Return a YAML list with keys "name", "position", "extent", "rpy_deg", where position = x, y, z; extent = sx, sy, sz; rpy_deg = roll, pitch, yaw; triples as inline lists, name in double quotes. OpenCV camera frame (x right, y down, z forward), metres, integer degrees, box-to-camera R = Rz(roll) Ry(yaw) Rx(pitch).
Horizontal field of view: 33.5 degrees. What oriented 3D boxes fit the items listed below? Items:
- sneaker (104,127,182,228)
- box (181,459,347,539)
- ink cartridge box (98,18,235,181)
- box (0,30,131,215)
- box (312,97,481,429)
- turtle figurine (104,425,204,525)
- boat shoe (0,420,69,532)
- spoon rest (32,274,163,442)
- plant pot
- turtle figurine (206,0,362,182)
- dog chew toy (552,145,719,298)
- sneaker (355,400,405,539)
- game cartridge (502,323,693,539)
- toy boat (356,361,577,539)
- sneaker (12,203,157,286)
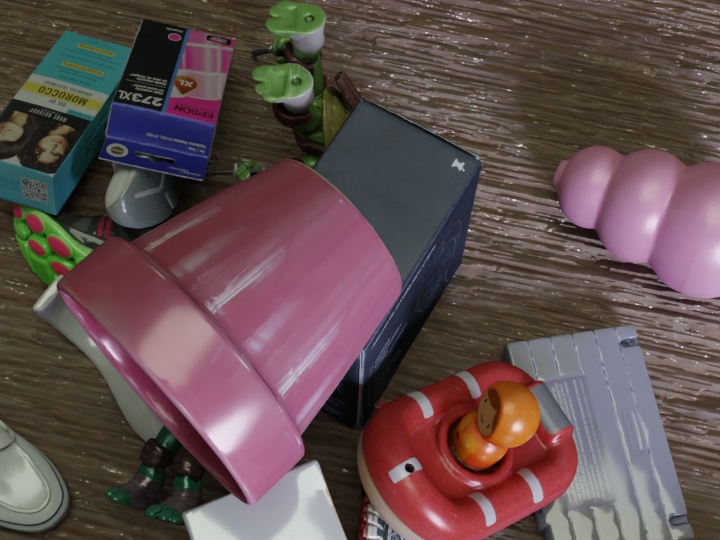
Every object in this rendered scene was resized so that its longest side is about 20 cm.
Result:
- name: "sneaker"
  position: [-0.204, -0.105, 1.120]
  extent: [0.080, 0.071, 0.201]
  rpy_deg: [2, 37, 12]
- name: "box"
  position: [-0.054, 0.255, 0.910]
  extent: [0.106, 0.200, 0.153]
  rpy_deg: [-20, 69, -10]
- name: "ink cartridge box"
  position: [-0.174, -0.161, 1.101]
  extent: [0.094, 0.037, 0.201]
  rpy_deg: [12, 42, -7]
- name: "box"
  position: [-0.283, -0.143, 1.125]
  extent: [0.082, 0.049, 0.201]
  rpy_deg: [16, 46, 5]
- name: "box"
  position: [0.000, 0.000, 1.028]
  extent: [0.123, 0.197, 0.201]
  rpy_deg: [29, 67, 10]
- name: "turtle figurine"
  position: [-0.142, 0.101, 0.981]
  extent: [0.100, 0.150, 0.201]
  rpy_deg: [19, 80, -24]
- name: "boat shoe"
  position: [-0.337, 0.152, 1.017]
  extent: [0.199, 0.067, 0.074]
  rpy_deg: [31, 69, 11]
- name: "spoon rest"
  position: [-0.200, 0.083, 1.067]
  extent: [0.200, 0.061, 0.100]
  rpy_deg: [38, 70, -1]
- name: "plant pot"
  position: [-0.077, 0.028, 0.823]
  extent: [0.179, 0.200, 0.200]
  rpy_deg: [-42, 74, -15]
- name: "turtle figurine"
  position: [-0.083, -0.153, 1.096]
  extent: [0.200, 0.194, 0.144]
  rpy_deg: [39, 72, 17]
- name: "dog chew toy"
  position: [0.275, -0.055, 1.110]
  extent: [0.199, 0.125, 0.125]
  rpy_deg: [22, 67, 16]
- name: "sneaker"
  position: [0.035, 0.206, 1.002]
  extent: [0.074, 0.081, 0.201]
  rpy_deg: [8, 66, -1]
- name: "game cartridge"
  position: [0.205, 0.152, 1.059]
  extent: [0.129, 0.038, 0.201]
  rpy_deg: [-9, 67, -2]
- name: "toy boat"
  position: [0.097, 0.133, 0.951]
  extent: [0.199, 0.131, 0.131]
  rpy_deg: [-19, 66, -34]
- name: "sneaker"
  position: [-0.233, -0.018, 1.105]
  extent: [0.199, 0.077, 0.084]
  rpy_deg: [23, 35, 13]
